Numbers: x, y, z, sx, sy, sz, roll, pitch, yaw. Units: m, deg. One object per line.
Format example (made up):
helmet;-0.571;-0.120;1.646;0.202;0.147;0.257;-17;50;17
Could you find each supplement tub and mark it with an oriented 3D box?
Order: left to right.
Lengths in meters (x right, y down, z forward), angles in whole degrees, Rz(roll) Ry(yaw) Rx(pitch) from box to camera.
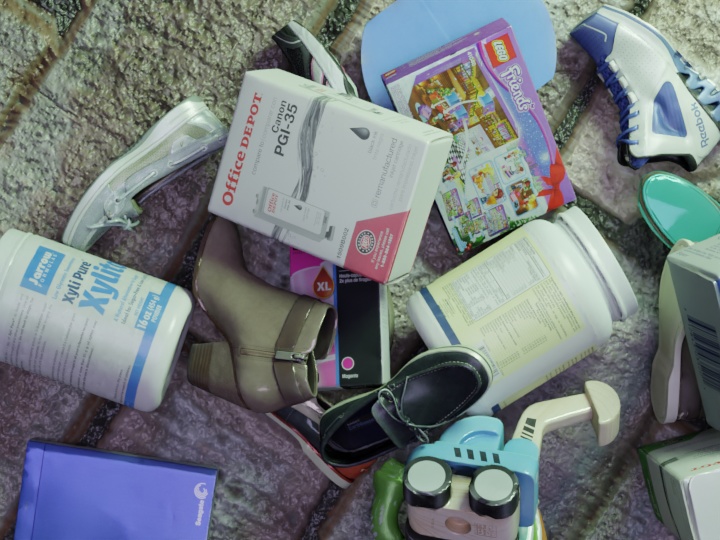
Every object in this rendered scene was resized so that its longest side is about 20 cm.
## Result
supplement tub;-0.276;0.050;1.535;0.198;0.132;0.133;19;92;-3
supplement tub;0.160;0.041;1.534;0.199;0.145;0.146;-32;92;0

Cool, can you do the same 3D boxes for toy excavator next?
toy excavator;0.145;0.178;1.486;0.192;0.201;0.101;7;135;13

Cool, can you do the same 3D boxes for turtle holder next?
turtle holder;0.103;0.269;1.561;0.184;0.141;0.133;18;75;34

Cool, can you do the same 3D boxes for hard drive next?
hard drive;-0.254;0.255;1.596;0.198;0.025;0.134;9;92;-1

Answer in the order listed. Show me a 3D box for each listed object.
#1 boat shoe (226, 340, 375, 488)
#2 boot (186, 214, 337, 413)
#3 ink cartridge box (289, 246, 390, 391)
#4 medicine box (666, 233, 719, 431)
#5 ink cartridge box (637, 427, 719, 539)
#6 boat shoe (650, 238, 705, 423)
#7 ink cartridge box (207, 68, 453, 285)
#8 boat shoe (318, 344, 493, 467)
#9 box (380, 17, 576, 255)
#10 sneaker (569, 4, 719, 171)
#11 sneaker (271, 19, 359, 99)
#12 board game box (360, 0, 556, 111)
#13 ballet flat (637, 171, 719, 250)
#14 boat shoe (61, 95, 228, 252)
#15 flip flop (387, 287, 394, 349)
boat shoe;-0.060;0.133;1.569;0.063;0.071;0.200;-44;94;12
boot;-0.092;0.040;1.506;0.145;0.070;0.202;0;76;25
ink cartridge box;-0.022;0.018;1.531;0.094;0.037;0.202;-4;78;14
medicine box;0.419;0.043;1.479;0.198;0.103;0.184;-21;106;-12
ink cartridge box;0.369;0.209;1.516;0.144;0.200;0.085;-14;93;0
boat shoe;0.336;0.061;1.555;0.059;0.072;0.202;-2;113;-8
ink cartridge box;-0.031;-0.091;1.472;0.198;0.083;0.148;22;105;16
boat shoe;0.040;0.134;1.462;0.199;0.062;0.075;-27;109;25
box;0.120;-0.132;1.544;0.136;0.039;0.201;-24;115;0
sneaker;0.283;-0.168;1.555;0.199;0.081;0.116;38;84;-3
sneaker;-0.039;-0.158;1.543;0.086;0.080;0.201;-35;74;6
board game box;0.097;-0.222;1.572;0.199;0.039;0.159;-37;97;4
ballet flat;0.360;-0.028;1.572;0.199;0.070;0.068;34;88;1
boat shoe;-0.219;-0.088;1.561;0.202;0.074;0.065;-44;88;-6
flip flop;0.000;0.000;1.573;0.080;0.058;0.203;4;92;-1
